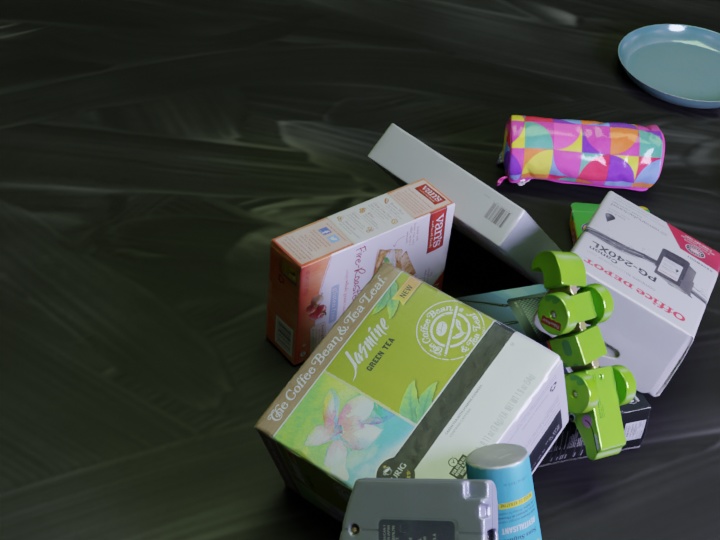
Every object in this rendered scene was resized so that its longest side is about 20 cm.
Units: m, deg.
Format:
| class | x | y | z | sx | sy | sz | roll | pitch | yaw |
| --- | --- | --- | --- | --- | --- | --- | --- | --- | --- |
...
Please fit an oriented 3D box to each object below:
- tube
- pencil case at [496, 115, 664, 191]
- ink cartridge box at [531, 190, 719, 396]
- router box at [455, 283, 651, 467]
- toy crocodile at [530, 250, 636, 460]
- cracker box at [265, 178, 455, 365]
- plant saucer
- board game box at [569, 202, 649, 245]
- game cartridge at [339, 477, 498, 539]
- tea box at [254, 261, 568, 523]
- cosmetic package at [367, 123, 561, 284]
| class | x | y | z | sx | sy | sz | roll | pitch | yaw |
| --- | --- | --- | --- | --- | --- | --- | --- | --- | --- |
| tube | 0.123 | 0.242 | 1.147 | 0.077 | 0.200 | 0.050 | -15 | 16 | -20 |
| pencil case | 0.265 | -0.140 | 1.699 | 0.200 | 0.088 | 0.088 | 2 | 40 | -1 |
| ink cartridge box | 0.275 | 0.019 | 1.423 | 0.145 | 0.083 | 0.200 | 31 | 31 | 7 |
| router box | 0.177 | 0.102 | 1.409 | 0.150 | 0.062 | 0.200 | -10 | 43 | -17 |
| toy crocodile | 0.203 | 0.076 | 1.304 | 0.067 | 0.200 | 0.062 | -13 | -2 | -39 |
| cracker box | 0.000 | 0.000 | 1.453 | 0.200 | 0.134 | 0.058 | -24 | 48 | -31 |
| plant saucer | 0.451 | -0.277 | 1.925 | 0.200 | 0.027 | 0.200 | 3 | 40 | -3 |
| board game box | 0.293 | -0.007 | 1.583 | 0.095 | 0.030 | 0.200 | 4 | 43 | -4 |
| game cartridge | 0.043 | 0.264 | 1.105 | 0.133 | 0.200 | 0.041 | -2 | -7 | 23 |
| tea box | 0.050 | 0.137 | 1.251 | 0.197 | 0.134 | 0.200 | 27 | 67 | 26 |
| cosmetic package | 0.119 | -0.070 | 1.547 | 0.200 | 0.151 | 0.052 | 37 | 92 | 32 |
